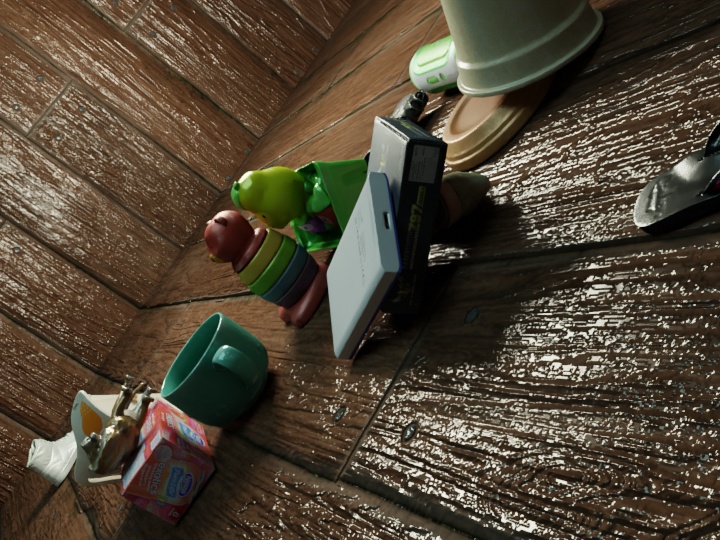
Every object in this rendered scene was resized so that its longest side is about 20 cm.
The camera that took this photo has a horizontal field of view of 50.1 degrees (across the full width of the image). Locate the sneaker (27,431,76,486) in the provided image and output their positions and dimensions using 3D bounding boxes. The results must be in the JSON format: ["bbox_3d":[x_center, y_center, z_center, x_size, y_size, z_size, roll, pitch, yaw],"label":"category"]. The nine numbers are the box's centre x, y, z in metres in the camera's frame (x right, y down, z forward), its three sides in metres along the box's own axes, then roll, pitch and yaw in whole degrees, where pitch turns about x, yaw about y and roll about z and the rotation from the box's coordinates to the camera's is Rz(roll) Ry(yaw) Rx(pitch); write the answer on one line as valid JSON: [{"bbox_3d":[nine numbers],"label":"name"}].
[{"bbox_3d":[-0.798,0.458,2.023,0.074,0.115,0.200,-45,18,25],"label":"sneaker"}]

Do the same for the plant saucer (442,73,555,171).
[{"bbox_3d":[0.179,-0.225,1.047,0.200,0.037,0.201,-45,20,22],"label":"plant saucer"}]

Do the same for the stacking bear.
[{"bbox_3d":[-0.155,-0.016,1.202,0.114,0.200,0.121,-57,19,-10],"label":"stacking bear"}]

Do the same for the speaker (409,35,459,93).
[{"bbox_3d":[0.150,-0.338,1.247,0.089,0.088,0.200,-55,19,-7],"label":"speaker"}]

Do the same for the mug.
[{"bbox_3d":[-0.207,0.161,1.147,0.152,0.114,0.185,-50,19,7],"label":"mug"}]

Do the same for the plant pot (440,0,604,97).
[{"bbox_3d":[0.176,-0.351,0.961,0.200,0.184,0.201,-25,28,14],"label":"plant pot"}]

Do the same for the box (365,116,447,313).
[{"bbox_3d":[0.042,-0.070,0.910,0.158,0.051,0.201,-120,37,-67],"label":"box"}]

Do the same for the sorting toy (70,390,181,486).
[{"bbox_3d":[-0.409,0.304,1.342,0.107,0.199,0.181,48,118,37],"label":"sorting toy"}]

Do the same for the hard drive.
[{"bbox_3d":[0.000,0.000,0.901,0.200,0.025,0.133,116,152,-53],"label":"hard drive"}]

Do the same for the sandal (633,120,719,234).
[{"bbox_3d":[0.274,-0.087,0.554,0.200,0.045,0.075,-33,27,46],"label":"sandal"}]

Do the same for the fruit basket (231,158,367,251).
[{"bbox_3d":[-0.095,-0.102,1.220,0.214,0.156,0.216,-20,7,3],"label":"fruit basket"}]

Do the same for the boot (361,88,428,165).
[{"bbox_3d":[0.066,-0.234,1.283,0.175,0.069,0.200,-60,18,-20],"label":"boot"}]

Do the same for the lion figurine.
[{"bbox_3d":[-0.363,0.235,1.181,0.200,0.072,0.123,168,124,-84],"label":"lion figurine"}]

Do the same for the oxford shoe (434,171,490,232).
[{"bbox_3d":[0.102,-0.085,0.965,0.073,0.071,0.200,-26,10,-13],"label":"oxford shoe"}]

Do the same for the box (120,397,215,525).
[{"bbox_3d":[-0.297,0.284,1.169,0.103,0.095,0.200,-54,18,-5],"label":"box"}]
